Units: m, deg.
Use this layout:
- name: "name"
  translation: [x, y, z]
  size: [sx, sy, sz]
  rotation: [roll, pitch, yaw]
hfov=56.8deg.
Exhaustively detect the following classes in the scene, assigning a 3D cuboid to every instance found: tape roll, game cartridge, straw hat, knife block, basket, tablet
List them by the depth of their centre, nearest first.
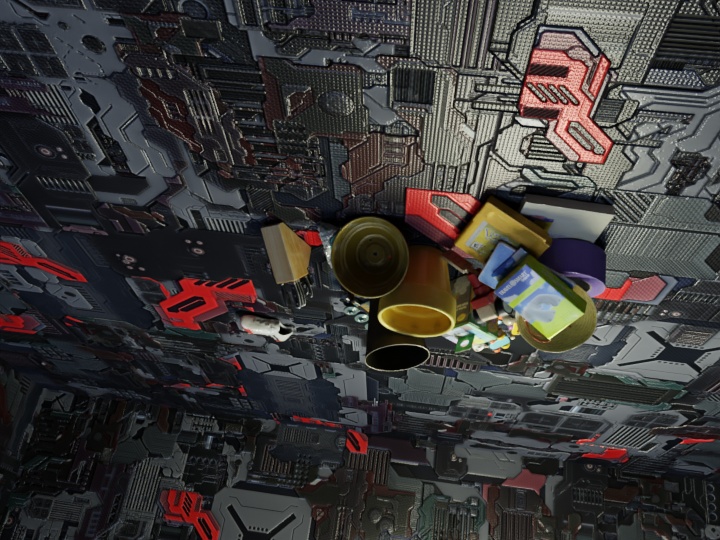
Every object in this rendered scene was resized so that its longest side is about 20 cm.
- name: "game cartridge"
  translation: [0.330, -0.069, 1.558]
  size: [0.175, 0.033, 0.200]
  rotation: [33, 152, 2]
- name: "tablet"
  translation: [0.387, 0.025, 1.564]
  size: [0.199, 0.014, 0.131]
  rotation: [30, 132, 8]
- name: "tape roll"
  translation: [0.493, 0.000, 1.621]
  size: [0.197, 0.086, 0.200]
  rotation: [7, 161, 3]
- name: "straw hat"
  translation: [0.479, 0.094, 1.624]
  size: [0.199, 0.085, 0.203]
  rotation: [11, 115, 24]
- name: "knife block"
  translation: [-0.193, -0.004, 1.749]
  size: [0.063, 0.177, 0.200]
  rotation: [-9, 147, 29]
- name: "basket"
  translation: [0.092, 0.159, 1.865]
  size: [0.178, 0.202, 0.137]
  rotation: [-4, 142, -2]

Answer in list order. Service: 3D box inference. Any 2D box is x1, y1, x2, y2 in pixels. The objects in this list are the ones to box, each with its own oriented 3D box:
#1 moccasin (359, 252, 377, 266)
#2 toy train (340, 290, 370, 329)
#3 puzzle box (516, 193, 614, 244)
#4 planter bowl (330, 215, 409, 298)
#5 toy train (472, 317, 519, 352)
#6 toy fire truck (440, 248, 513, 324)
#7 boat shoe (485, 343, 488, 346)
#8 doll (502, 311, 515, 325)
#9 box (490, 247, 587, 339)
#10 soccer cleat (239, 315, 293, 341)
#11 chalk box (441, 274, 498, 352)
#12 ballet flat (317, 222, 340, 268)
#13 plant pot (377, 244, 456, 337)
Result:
- name: "moccasin"
  translation: [0.000, 0.000, 1.818]
  size: [0.067, 0.081, 0.201]
  rotation: [0, 142, -14]
- name: "toy train"
  translation: [0.030, 0.107, 2.005]
  size: [0.113, 0.086, 0.200]
  rotation: [-25, 136, 28]
- name: "puzzle box"
  translation: [0.451, -0.116, 1.504]
  size: [0.197, 0.026, 0.133]
  rotation: [9, 154, 0]
- name: "planter bowl"
  translation: [0.030, -0.038, 1.672]
  size: [0.198, 0.203, 0.083]
  rotation: [3, -172, 12]
- name: "toy train"
  translation: [0.417, 0.163, 1.986]
  size: [0.149, 0.056, 0.201]
  rotation: [10, 133, -25]
- name: "toy fire truck"
  translation: [0.315, 0.014, 1.694]
  size: [0.128, 0.176, 0.202]
  rotation: [-24, 96, 46]
- name: "boat shoe"
  translation: [0.362, 0.185, 2.051]
  size: [0.073, 0.075, 0.199]
  rotation: [-14, 146, 38]
- name: "doll"
  translation: [0.452, 0.091, 1.824]
  size: [0.135, 0.049, 0.201]
  rotation: [18, 137, -14]
- name: "box"
  translation: [0.405, 0.054, 1.536]
  size: [0.199, 0.048, 0.122]
  rotation: [39, 132, -2]
- name: "soccer cleat"
  translation: [-0.321, 0.192, 2.288]
  size: [0.199, 0.069, 0.085]
  rotation: [27, 139, -37]
- name: "chalk box"
  translation: [0.296, 0.132, 1.830]
  size: [0.123, 0.202, 0.124]
  rotation: [27, 148, -32]
- name: "ballet flat"
  translation: [-0.071, -0.063, 1.740]
  size: [0.071, 0.072, 0.201]
  rotation: [4, 150, 9]
- name: "plant pot"
  translation: [0.152, 0.047, 1.726]
  size: [0.198, 0.191, 0.201]
  rotation: [7, 153, 3]
